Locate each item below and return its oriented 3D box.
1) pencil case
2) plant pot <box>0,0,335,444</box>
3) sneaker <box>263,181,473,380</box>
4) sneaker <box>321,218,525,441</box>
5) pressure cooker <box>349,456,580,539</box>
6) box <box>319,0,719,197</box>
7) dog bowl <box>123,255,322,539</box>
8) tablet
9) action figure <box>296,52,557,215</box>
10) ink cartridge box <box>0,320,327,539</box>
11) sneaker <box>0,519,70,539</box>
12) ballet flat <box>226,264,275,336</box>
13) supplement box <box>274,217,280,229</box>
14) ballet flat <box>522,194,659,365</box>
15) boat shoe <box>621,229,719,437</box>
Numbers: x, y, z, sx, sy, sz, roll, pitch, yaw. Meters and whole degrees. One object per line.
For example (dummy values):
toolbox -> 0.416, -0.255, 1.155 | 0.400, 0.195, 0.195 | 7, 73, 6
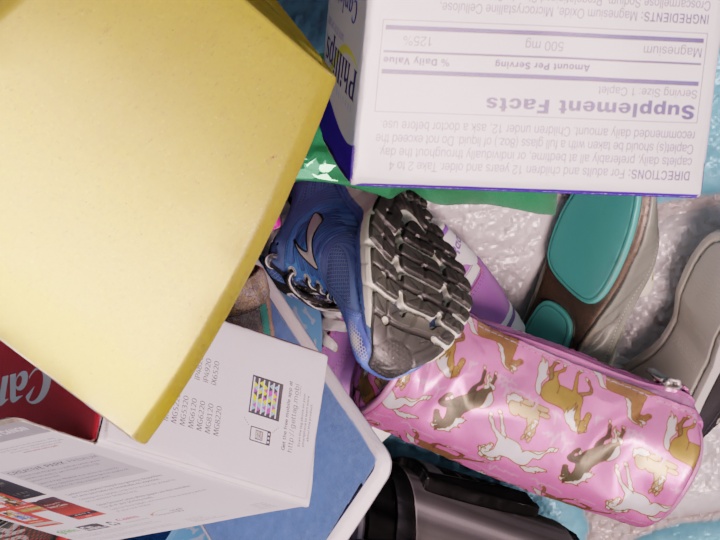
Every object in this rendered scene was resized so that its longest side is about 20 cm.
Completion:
pencil case -> 0.091, 0.074, 1.652 | 0.199, 0.087, 0.083 | 20, 160, -16
plant pot -> -0.127, -0.080, 1.316 | 0.200, 0.200, 0.177 | 39, 96, -26
sneaker -> 0.000, 0.000, 1.594 | 0.078, 0.200, 0.089 | 35, 113, -26
sneaker -> -0.017, 0.045, 1.699 | 0.200, 0.073, 0.114 | -37, 115, 2
pressure cooker -> 0.020, 0.202, 1.728 | 0.199, 0.179, 0.176 | 20, 119, -19
box -> 0.080, -0.146, 1.458 | 0.182, 0.105, 0.202 | 2, 106, -13
dog bowl -> -0.086, 0.077, 1.684 | 0.049, 0.112, 0.201 | 11, 119, -36
tablet -> -0.061, 0.081, 1.598 | 0.014, 0.200, 0.130 | 7, 127, -42
action figure -> 0.009, -0.082, 1.542 | 0.198, 0.055, 0.119 | -4, 109, -16
ink cartridge box -> -0.147, 0.072, 1.513 | 0.175, 0.084, 0.199 | 20, 159, -35
sneaker -> -0.203, 0.142, 1.704 | 0.097, 0.071, 0.201 | 8, 137, -27
ballet flat -> -0.121, 0.033, 1.616 | 0.068, 0.199, 0.068 | -35, 112, -36
supplement box -> -0.154, -0.052, 1.600 | 0.199, 0.104, 0.102 | -21, 118, 3
ballet flat -> 0.134, 0.016, 1.712 | 0.063, 0.067, 0.201 | 0, 125, -40
boat shoe -> 0.200, 0.057, 1.733 | 0.060, 0.074, 0.201 | 1, 128, -31
